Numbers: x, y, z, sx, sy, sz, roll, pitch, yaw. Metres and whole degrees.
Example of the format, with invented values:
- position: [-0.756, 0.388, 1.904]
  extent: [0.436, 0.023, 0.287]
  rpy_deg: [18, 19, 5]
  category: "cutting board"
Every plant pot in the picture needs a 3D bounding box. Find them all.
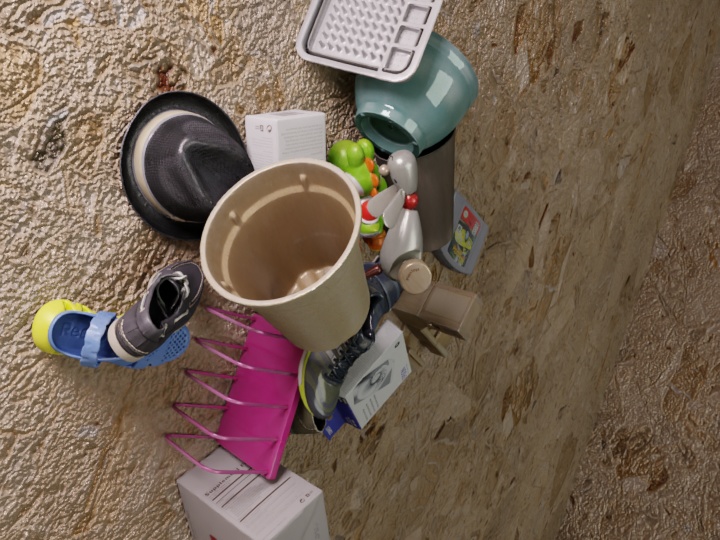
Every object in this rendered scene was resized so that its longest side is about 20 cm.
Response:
- position: [0.069, -0.264, 1.000]
  extent: [0.200, 0.197, 0.136]
  rpy_deg: [45, 69, -48]
  category: "plant pot"
- position: [-0.071, 0.000, 0.796]
  extent: [0.203, 0.197, 0.185]
  rpy_deg: [-56, 150, -20]
  category: "plant pot"

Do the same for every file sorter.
- position: [-0.175, 0.167, 0.898]
  extent: [0.124, 0.137, 0.205]
  rpy_deg: [20, 87, -49]
  category: "file sorter"

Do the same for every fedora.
- position: [-0.196, -0.124, 0.802]
  extent: [0.198, 0.090, 0.206]
  rpy_deg: [-22, 119, -46]
  category: "fedora"

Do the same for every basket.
- position: [0.106, -0.147, 1.148]
  extent: [0.180, 0.133, 0.204]
  rpy_deg: [-46, 138, -40]
  category: "basket"

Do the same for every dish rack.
- position: [0.018, -0.356, 0.919]
  extent: [0.176, 0.196, 0.043]
  rpy_deg: [-68, 159, -5]
  category: "dish rack"

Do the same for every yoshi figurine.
- position: [-0.009, -0.129, 1.045]
  extent: [0.113, 0.109, 0.204]
  rpy_deg: [-66, 160, -49]
  category: "yoshi figurine"

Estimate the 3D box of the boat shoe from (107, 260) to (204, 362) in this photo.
- position: [-0.228, 0.037, 0.776]
  extent: [0.073, 0.062, 0.201]
  rpy_deg: [53, 23, -14]
  category: "boat shoe"

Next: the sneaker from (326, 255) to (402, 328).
- position: [-0.001, 0.000, 0.998]
  extent: [0.146, 0.076, 0.205]
  rpy_deg: [-47, 134, -26]
  category: "sneaker"

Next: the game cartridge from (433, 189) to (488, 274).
- position: [0.211, -0.073, 1.381]
  extent: [0.199, 0.040, 0.136]
  rpy_deg: [34, 79, -51]
  category: "game cartridge"

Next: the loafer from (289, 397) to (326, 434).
- position: [-0.062, 0.149, 0.954]
  extent: [0.074, 0.068, 0.206]
  rpy_deg: [4, 95, -56]
  category: "loafer"

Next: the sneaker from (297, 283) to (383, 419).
- position: [-0.026, 0.105, 0.878]
  extent: [0.073, 0.080, 0.205]
  rpy_deg: [22, 80, -44]
  category: "sneaker"

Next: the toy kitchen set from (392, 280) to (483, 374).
- position: [0.160, 0.145, 1.274]
  extent: [0.200, 0.178, 0.166]
  rpy_deg: [46, 69, -43]
  category: "toy kitchen set"

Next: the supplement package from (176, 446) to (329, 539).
- position: [-0.156, 0.359, 0.935]
  extent: [0.119, 0.197, 0.124]
  rpy_deg: [-31, 125, -41]
  category: "supplement package"

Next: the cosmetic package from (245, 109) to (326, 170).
- position: [-0.105, -0.125, 0.934]
  extent: [0.100, 0.070, 0.206]
  rpy_deg: [-20, 118, -46]
  category: "cosmetic package"

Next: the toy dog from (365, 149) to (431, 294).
- position: [0.043, -0.063, 0.933]
  extent: [0.094, 0.132, 0.206]
  rpy_deg: [-10, 90, -8]
  category: "toy dog"

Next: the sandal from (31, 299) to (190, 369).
- position: [-0.285, 0.087, 0.773]
  extent: [0.198, 0.086, 0.082]
  rpy_deg: [8, 94, -54]
  category: "sandal"

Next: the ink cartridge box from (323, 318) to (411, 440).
- position: [0.005, 0.203, 1.092]
  extent: [0.200, 0.040, 0.201]
  rpy_deg: [-46, 155, -14]
  category: "ink cartridge box"
